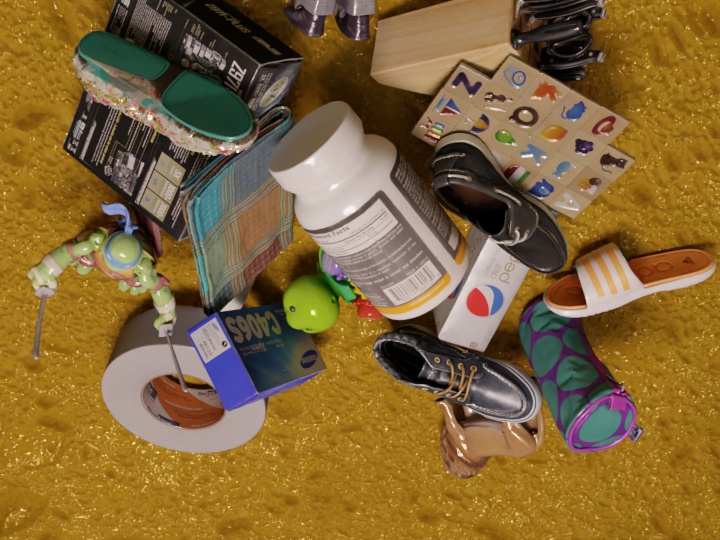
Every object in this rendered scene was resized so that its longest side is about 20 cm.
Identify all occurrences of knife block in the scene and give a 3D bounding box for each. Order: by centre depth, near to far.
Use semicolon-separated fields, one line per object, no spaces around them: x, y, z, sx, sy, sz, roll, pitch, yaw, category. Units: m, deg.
0.122;-0.223;0.818;0.198;0.065;0.176;11;163;-8;knife block

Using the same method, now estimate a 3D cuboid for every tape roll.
-0.208;0.136;1.065;0.198;0.066;0.202;3;133;4;tape roll

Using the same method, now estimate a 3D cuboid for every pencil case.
0.247;0.115;1.007;0.085;0.201;0.093;26;115;-24;pencil case

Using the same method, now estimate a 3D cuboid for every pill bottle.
0.009;-0.056;0.839;0.116;0.117;0.200;-32;119;17;pill bottle

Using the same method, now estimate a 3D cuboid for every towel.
-0.114;-0.053;0.874;0.022;0.147;0.201;32;148;20;towel

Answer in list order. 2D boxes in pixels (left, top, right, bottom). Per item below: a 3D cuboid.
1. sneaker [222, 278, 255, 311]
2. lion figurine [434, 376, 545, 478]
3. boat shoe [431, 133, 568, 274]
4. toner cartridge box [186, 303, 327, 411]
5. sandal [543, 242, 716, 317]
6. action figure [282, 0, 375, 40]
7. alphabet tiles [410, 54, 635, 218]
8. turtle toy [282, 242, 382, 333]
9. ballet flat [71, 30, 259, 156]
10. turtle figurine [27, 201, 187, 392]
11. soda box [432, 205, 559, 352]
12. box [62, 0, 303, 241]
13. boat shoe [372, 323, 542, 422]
-0.147;-0.023;0.982;0.076;0.081;0.201;9;123;-9;sneaker
0.168;0.207;1.104;0.199;0.072;0.124;-14;99;52;lion figurine
0.142;-0.051;0.893;0.072;0.068;0.200;-28;126;35;boat shoe
-0.109;0.090;0.973;0.043;0.200;0.096;-30;82;16;toner cartridge box
0.308;-0.006;1.014;0.205;0.079;0.060;-16;120;-2;sandal
-0.015;-0.312;0.797;0.129;0.070;0.201;-7;136;-25;action figure
0.158;-0.123;0.862;0.199;0.006;0.167;25;139;-12;alphabet tiles
0.000;0.000;0.987;0.199;0.101;0.146;-29;118;15;turtle toy
-0.169;-0.148;0.775;0.199;0.076;0.064;33;148;17;ballet flat
-0.271;0.024;0.925;0.142;0.194;0.202;-9;97;-15;turtle figurine
0.151;-0.008;1.006;0.063;0.068;0.201;16;120;-11;soda box
-0.176;-0.162;0.851;0.163;0.086;0.201;36;117;12;box
0.109;0.126;1.021;0.199;0.091;0.071;24;103;22;boat shoe
